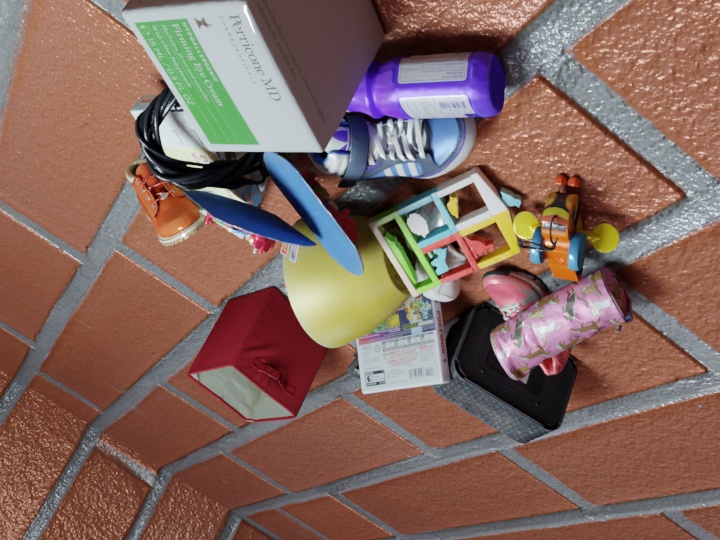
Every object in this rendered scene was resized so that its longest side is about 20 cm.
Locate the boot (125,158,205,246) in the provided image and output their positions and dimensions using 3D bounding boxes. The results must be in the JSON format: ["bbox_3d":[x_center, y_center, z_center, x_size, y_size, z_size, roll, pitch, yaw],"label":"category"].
[{"bbox_3d":[-0.302,-0.107,1.359,0.199,0.075,0.108,32,153,54],"label":"boot"}]

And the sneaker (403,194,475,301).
[{"bbox_3d":[0.126,-0.021,1.283,0.098,0.079,0.201,6,145,25],"label":"sneaker"}]

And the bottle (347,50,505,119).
[{"bbox_3d":[0.063,-0.209,1.025,0.197,0.067,0.083,3,173,25],"label":"bottle"}]

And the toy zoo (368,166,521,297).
[{"bbox_3d":[0.126,-0.054,1.204,0.198,0.021,0.132,-23,115,23],"label":"toy zoo"}]

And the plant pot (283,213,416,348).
[{"bbox_3d":[0.000,0.000,1.319,0.140,0.202,0.201,-15,132,30],"label":"plant pot"}]

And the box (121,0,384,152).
[{"bbox_3d":[-0.105,-0.264,0.969,0.169,0.202,0.200,4,143,30],"label":"box"}]

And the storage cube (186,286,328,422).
[{"bbox_3d":[-0.188,0.163,1.705,0.171,0.182,0.199,42,146,-24],"label":"storage cube"}]

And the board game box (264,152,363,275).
[{"bbox_3d":[-0.048,-0.085,1.168,0.201,0.039,0.158,52,168,-8],"label":"board game box"}]

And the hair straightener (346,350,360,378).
[{"bbox_3d":[0.021,0.162,1.638,0.041,0.078,0.200,33,149,-9],"label":"hair straightener"}]

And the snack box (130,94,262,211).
[{"bbox_3d":[-0.235,-0.166,1.305,0.115,0.037,0.201,5,141,33],"label":"snack box"}]

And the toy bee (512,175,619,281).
[{"bbox_3d":[0.259,-0.056,1.119,0.129,0.111,0.200,15,173,5],"label":"toy bee"}]

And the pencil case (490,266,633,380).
[{"bbox_3d":[0.274,0.075,1.234,0.198,0.082,0.088,-31,79,26],"label":"pencil case"}]

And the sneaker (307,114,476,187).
[{"bbox_3d":[0.025,-0.153,1.090,0.145,0.082,0.198,-2,176,-42],"label":"sneaker"}]

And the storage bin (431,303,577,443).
[{"bbox_3d":[0.227,0.164,1.418,0.198,0.137,0.094,31,150,-6],"label":"storage bin"}]

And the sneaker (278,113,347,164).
[{"bbox_3d":[-0.067,-0.191,1.176,0.085,0.078,0.201,24,150,-3],"label":"sneaker"}]

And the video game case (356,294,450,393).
[{"bbox_3d":[0.059,0.096,1.434,0.023,0.186,0.199,-1,170,-38],"label":"video game case"}]

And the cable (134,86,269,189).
[{"bbox_3d":[-0.201,-0.186,1.202,0.197,0.051,0.165,6,123,-25],"label":"cable"}]

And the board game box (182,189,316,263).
[{"bbox_3d":[-0.158,-0.056,1.221,0.156,0.040,0.199,13,-167,-37],"label":"board game box"}]

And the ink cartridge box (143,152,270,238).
[{"bbox_3d":[-0.240,-0.157,1.398,0.198,0.041,0.200,31,149,-4],"label":"ink cartridge box"}]

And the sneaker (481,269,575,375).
[{"bbox_3d":[0.249,0.078,1.321,0.200,0.088,0.073,42,146,-23],"label":"sneaker"}]
